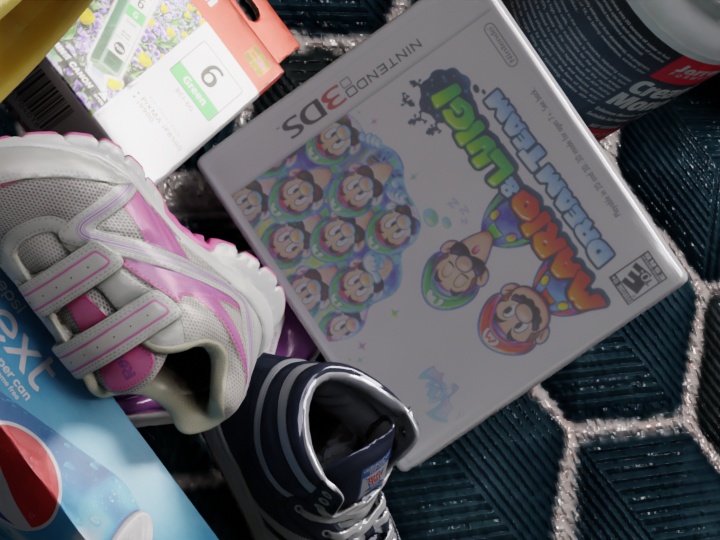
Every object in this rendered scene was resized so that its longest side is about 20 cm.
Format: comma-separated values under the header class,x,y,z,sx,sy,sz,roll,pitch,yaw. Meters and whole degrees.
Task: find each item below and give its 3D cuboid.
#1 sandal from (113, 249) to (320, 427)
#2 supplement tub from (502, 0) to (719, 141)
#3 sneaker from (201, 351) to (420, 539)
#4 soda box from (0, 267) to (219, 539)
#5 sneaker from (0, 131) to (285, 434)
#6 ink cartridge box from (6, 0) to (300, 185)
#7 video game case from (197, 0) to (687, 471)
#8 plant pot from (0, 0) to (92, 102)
class,x,y,z,sx,sy,sz,roll,pitch,yaw
sandal,-0.076,0.037,1.407,0.203,0.050,0.083,-24,88,-46
supplement tub,0.164,-0.170,1.612,0.140,0.200,0.141,18,59,-33
sneaker,-0.002,0.128,1.364,0.070,0.108,0.200,-39,109,-31
soda box,-0.155,0.088,1.306,0.200,0.064,0.068,53,45,-6
sneaker,-0.116,0.008,1.279,0.200,0.081,0.088,33,40,-30
ink cartridge box,-0.104,-0.125,1.464,0.109,0.050,0.200,53,46,-8
video game case,0.041,-0.026,1.411,0.200,0.182,0.024,56,10,5
plant pot,-0.241,-0.157,1.271,0.189,0.201,0.201,44,46,1
